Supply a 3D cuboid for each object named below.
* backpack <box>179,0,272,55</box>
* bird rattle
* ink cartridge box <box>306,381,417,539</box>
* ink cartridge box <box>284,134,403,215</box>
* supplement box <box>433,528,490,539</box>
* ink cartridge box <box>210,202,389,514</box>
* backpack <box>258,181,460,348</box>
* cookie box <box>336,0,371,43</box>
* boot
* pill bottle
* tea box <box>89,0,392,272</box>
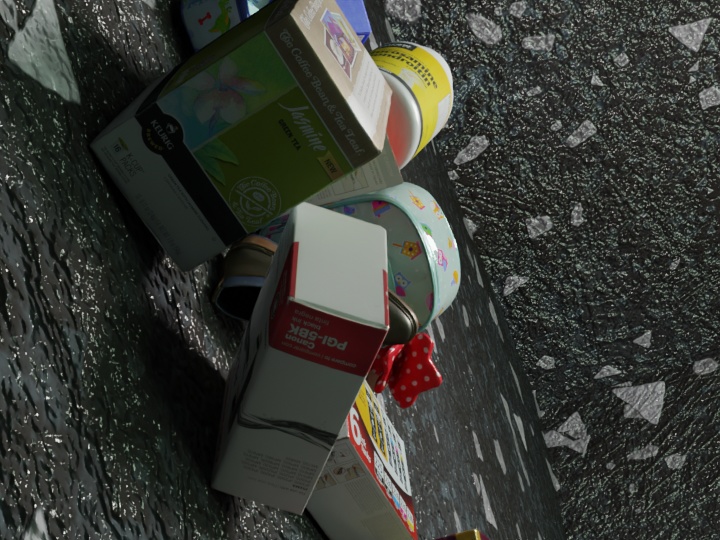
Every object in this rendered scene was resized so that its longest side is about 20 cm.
[{"bbox_3d":[-0.091,-0.234,1.272,0.201,0.146,0.183,66,22,-9],"label":"backpack"},{"bbox_3d":[0.024,0.080,1.411,0.163,0.112,0.201,-53,-128,51],"label":"bird rattle"},{"bbox_3d":[-0.020,0.167,1.197,0.176,0.083,0.201,-98,165,-45],"label":"ink cartridge box"},{"bbox_3d":[-0.068,-0.139,1.136,0.057,0.199,0.164,-59,131,-63],"label":"ink cartridge box"},{"bbox_3d":[0.023,0.296,0.909,0.103,0.199,0.132,50,25,-63],"label":"supplement box"},{"bbox_3d":[-0.050,0.070,0.942,0.147,0.082,0.201,-91,-159,-57],"label":"ink cartridge box"},{"bbox_3d":[0.000,0.000,1.250,0.153,0.199,0.177,-26,100,-68],"label":"backpack"},{"bbox_3d":[-0.068,-0.338,1.525,0.200,0.075,0.172,136,-58,-65],"label":"cookie box"},{"bbox_3d":[-0.046,0.039,1.099,0.097,0.199,0.075,-62,172,-62],"label":"boot"},{"bbox_3d":[0.032,-0.173,1.207,0.113,0.111,0.200,69,25,-15],"label":"pill bottle"},{"bbox_3d":[-0.089,-0.130,0.984,0.134,0.196,0.200,55,17,-16],"label":"tea box"}]
